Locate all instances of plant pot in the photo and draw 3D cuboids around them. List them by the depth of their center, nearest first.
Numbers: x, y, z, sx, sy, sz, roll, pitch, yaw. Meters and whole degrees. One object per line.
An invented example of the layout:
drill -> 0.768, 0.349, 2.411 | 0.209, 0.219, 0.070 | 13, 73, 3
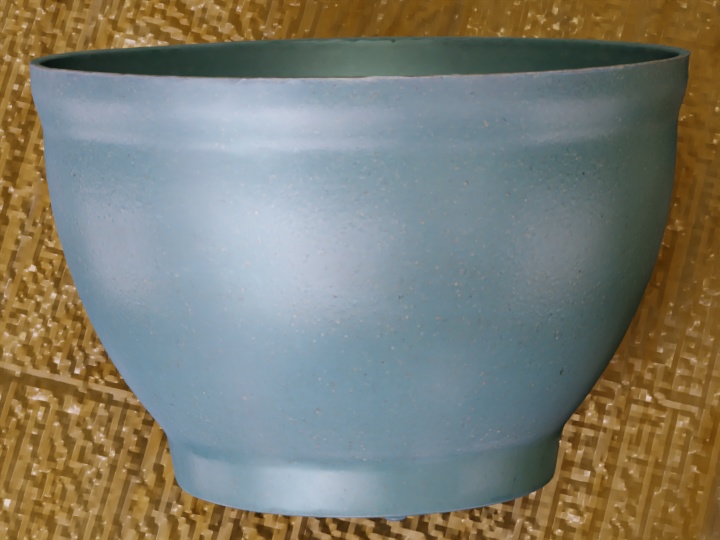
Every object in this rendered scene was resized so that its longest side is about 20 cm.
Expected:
plant pot -> 0.000, 0.000, 0.879 | 0.200, 0.200, 0.135 | 0, 98, 4
